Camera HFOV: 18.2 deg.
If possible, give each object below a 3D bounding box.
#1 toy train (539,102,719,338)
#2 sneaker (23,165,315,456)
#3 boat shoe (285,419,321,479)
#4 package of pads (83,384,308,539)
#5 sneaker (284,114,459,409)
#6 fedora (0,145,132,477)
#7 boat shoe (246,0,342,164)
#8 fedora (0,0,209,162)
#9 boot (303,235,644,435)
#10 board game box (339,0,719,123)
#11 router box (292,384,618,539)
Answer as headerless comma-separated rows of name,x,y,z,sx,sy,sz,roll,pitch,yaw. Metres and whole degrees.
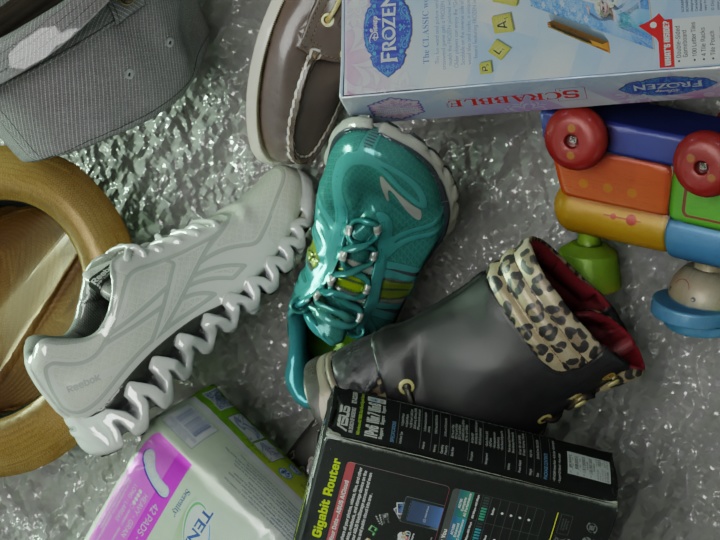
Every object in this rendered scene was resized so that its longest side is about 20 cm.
toy train,0.119,-0.040,1.197,0.199,0.085,0.116,13,111,23
sneaker,-0.102,0.007,1.244,0.081,0.075,0.200,47,71,-15
boat shoe,0.008,0.091,1.259,0.200,0.057,0.067,-45,76,19
package of pads,-0.086,0.189,1.277,0.154,0.068,0.200,42,124,17
sneaker,0.000,0.000,1.200,0.077,0.080,0.200,22,139,8
fedora,-0.201,0.023,1.334,0.200,0.082,0.202,1,94,24
boat shoe,-0.007,-0.149,1.247,0.059,0.072,0.201,21,95,24
fedora,-0.149,-0.128,1.271,0.177,0.200,0.090,-15,116,43
boot,0.084,0.085,1.184,0.150,0.073,0.200,-36,109,18
board game box,0.089,-0.181,1.161,0.199,0.041,0.201,-3,71,11
router box,0.033,0.172,1.148,0.149,0.062,0.201,14,112,-3
